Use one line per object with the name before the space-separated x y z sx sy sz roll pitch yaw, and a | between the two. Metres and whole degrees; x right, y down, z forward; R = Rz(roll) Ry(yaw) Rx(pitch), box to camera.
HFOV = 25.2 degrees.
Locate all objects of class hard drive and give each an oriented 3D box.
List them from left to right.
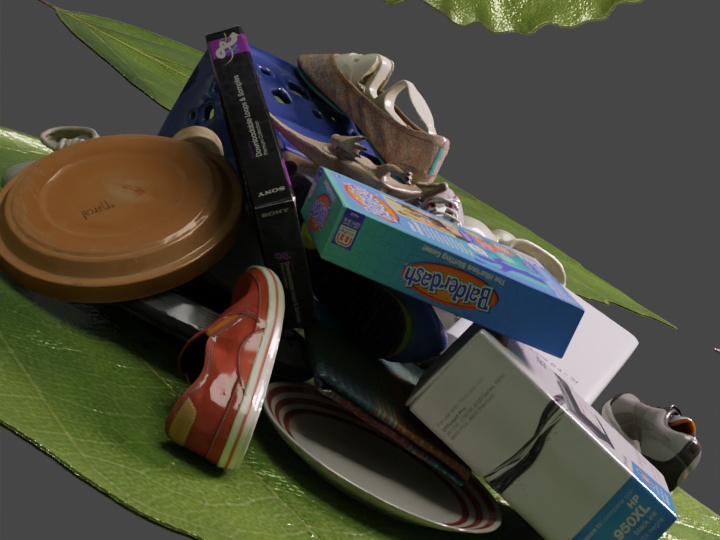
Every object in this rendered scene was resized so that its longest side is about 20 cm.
hard drive | 0.159 0.066 1.418 0.131 0.027 0.200 36 30 11

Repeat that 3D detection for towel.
towel | 0.015 0.091 1.261 0.146 0.022 0.200 34 10 -12

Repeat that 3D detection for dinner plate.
dinner plate | 0.012 0.142 1.179 0.199 0.024 0.200 26 12 -6

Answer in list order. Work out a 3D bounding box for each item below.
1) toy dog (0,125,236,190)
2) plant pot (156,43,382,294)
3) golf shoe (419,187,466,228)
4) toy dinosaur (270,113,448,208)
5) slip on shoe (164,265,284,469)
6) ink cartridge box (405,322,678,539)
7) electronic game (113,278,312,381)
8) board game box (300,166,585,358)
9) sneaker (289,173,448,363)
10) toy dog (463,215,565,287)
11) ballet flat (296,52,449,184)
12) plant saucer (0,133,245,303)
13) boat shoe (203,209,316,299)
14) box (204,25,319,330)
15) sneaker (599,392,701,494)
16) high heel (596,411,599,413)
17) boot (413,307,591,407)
toy dog | -0.194 -0.058 1.373 0.198 0.097 0.132 1 25 12
plant pot | -0.077 -0.070 1.504 0.199 0.201 0.180 21 20 -34
golf shoe | 0.062 -0.030 1.411 0.074 0.093 0.200 8 2 -8
toy dinosaur | -0.016 -0.089 1.359 0.199 0.059 0.101 26 3 -15
slip on shoe | -0.092 0.057 1.108 0.061 0.075 0.201 19 33 -6
ink cartridge box | 0.138 0.131 1.225 0.200 0.084 0.145 43 8 1
electronic game | -0.125 0.038 1.270 0.198 0.042 0.200 25 3 -1
board game box | 0.058 -0.009 1.226 0.198 0.045 0.152 23 10 -12
sneaker | 0.000 0.000 1.325 0.078 0.066 0.200 5 38 -49
toy dog | 0.071 0.014 1.616 0.193 0.140 0.200 36 -14 -23
ballet flat | 0.017 -0.155 1.471 0.068 0.067 0.200 7 35 -52
plant saucer | -0.189 -0.049 1.245 0.198 0.033 0.201 -3 38 2
boat shoe | -0.080 -0.003 1.384 0.199 0.073 0.065 12 -15 -42
box | -0.077 -0.073 1.262 0.036 0.144 0.201 -16 49 -5
sneaker | 0.285 0.162 1.555 0.074 0.079 0.200 47 9 -12
high heel | 0.155 0.090 1.618 0.142 0.072 0.200 25 18 -49
boot | 0.099 0.100 1.421 0.157 0.080 0.212 4 38 -38
